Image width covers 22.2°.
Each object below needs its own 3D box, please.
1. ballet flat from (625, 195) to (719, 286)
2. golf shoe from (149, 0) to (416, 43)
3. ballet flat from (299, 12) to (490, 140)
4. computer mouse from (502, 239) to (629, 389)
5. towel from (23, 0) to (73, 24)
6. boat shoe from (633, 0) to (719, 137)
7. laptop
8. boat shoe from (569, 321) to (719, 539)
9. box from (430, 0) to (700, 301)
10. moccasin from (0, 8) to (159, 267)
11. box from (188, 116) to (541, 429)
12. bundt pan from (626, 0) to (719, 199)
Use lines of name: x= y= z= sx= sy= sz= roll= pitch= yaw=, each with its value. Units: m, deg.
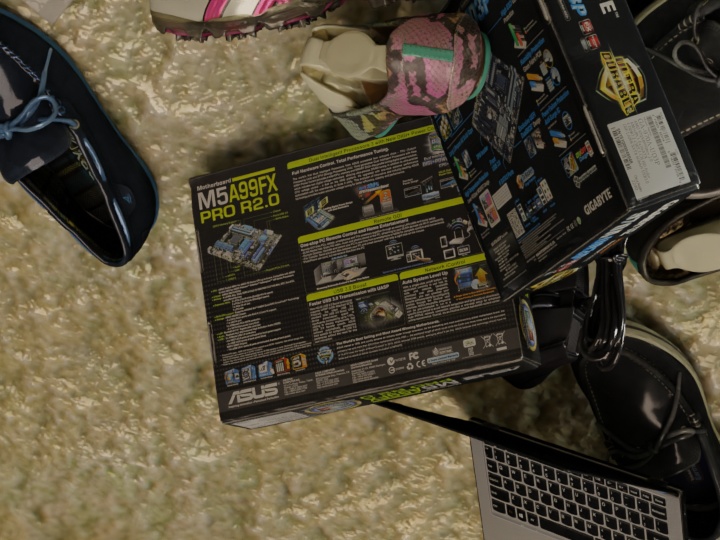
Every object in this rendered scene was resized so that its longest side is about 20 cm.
ballet flat: x=0.256 y=-0.031 z=1.114 sx=0.199 sy=0.068 sz=0.068 roll=-21 pitch=109 yaw=23
golf shoe: x=-0.030 y=-0.184 z=1.033 sx=0.199 sy=0.073 sz=0.093 roll=-12 pitch=102 yaw=17
ballet flat: x=0.007 y=-0.114 z=1.023 sx=0.071 sy=0.070 sz=0.200 roll=12 pitch=177 yaw=-17
computer mouse: x=0.116 y=-0.003 z=1.143 sx=0.046 sy=0.141 sz=0.200 roll=11 pitch=170 yaw=-12
towel: x=-0.188 y=-0.251 z=1.010 sx=0.191 sy=0.032 sz=0.200 roll=37 pitch=125 yaw=-22
boat shoe: x=0.194 y=-0.118 z=0.956 sx=0.074 sy=0.062 sz=0.200 roll=34 pitch=129 yaw=-23
laptop: x=0.110 y=0.168 z=1.222 sx=0.187 sy=0.116 sz=0.201 roll=16 pitch=124 yaw=44
boat shoe: x=0.202 y=0.111 z=1.247 sx=0.074 sy=0.062 sz=0.200 roll=-18 pitch=125 yaw=25
box: x=0.096 y=-0.083 z=0.987 sx=0.046 sy=0.160 sz=0.200 roll=-18 pitch=171 yaw=-18
moccasin: x=-0.193 y=-0.084 z=1.132 sx=0.080 sy=0.068 sz=0.200 roll=-30 pitch=121 yaw=29
box: x=0.000 y=0.000 z=1.126 sx=0.199 sy=0.161 sz=0.044 roll=-14 pitch=166 yaw=18
bundt pan: x=0.204 y=-0.139 z=1.026 sx=0.200 sy=0.076 sz=0.203 roll=3 pitch=131 yaw=4
